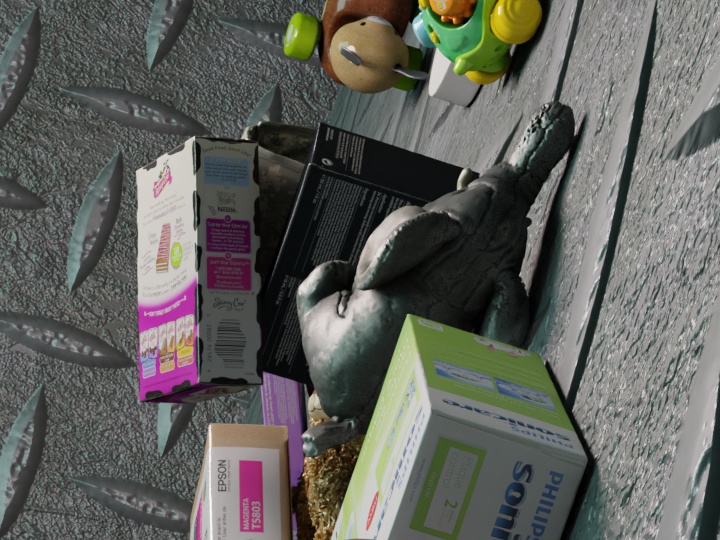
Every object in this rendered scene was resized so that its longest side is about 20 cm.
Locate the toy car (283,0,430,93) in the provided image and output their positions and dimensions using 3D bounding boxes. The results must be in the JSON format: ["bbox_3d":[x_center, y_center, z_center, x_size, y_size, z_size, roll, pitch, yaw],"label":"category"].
[{"bbox_3d":[0.015,-0.271,2.307,0.200,0.163,0.159,-111,38,-67],"label":"toy car"}]

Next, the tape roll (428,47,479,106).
[{"bbox_3d":[0.111,-0.251,1.830,0.203,0.037,0.204,-162,90,-85],"label":"tape roll"}]

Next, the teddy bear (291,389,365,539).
[{"bbox_3d":[-0.026,0.174,1.700,0.145,0.066,0.201,139,147,-76],"label":"teddy bear"}]

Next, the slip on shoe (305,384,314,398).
[{"bbox_3d":[-0.031,0.117,1.978,0.074,0.061,0.201,118,167,-53],"label":"slip on shoe"}]

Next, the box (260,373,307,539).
[{"bbox_3d":[-0.073,0.160,1.981,0.137,0.039,0.201,-93,-2,-81],"label":"box"}]

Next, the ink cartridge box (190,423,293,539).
[{"bbox_3d":[-0.105,0.258,1.719,0.165,0.075,0.201,105,166,-50],"label":"ink cartridge box"}]

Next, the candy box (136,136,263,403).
[{"bbox_3d":[-0.133,0.003,1.628,0.136,0.061,0.201,-18,72,61],"label":"candy box"}]

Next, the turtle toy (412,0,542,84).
[{"bbox_3d":[0.099,-0.251,1.600,0.146,0.101,0.201,126,160,-74],"label":"turtle toy"}]

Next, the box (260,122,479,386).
[{"bbox_3d":[0.000,0.000,1.604,0.079,0.140,0.201,-78,7,-59],"label":"box"}]

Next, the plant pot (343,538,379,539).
[{"bbox_3d":[-0.002,0.215,0.774,0.179,0.199,0.200,-57,-3,-29],"label":"plant pot"}]

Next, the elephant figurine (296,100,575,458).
[{"bbox_3d":[0.050,0.004,1.231,0.200,0.141,0.156,-48,49,39],"label":"elephant figurine"}]

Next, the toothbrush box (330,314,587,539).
[{"bbox_3d":[0.045,0.123,1.037,0.200,0.086,0.146,-102,30,-77],"label":"toothbrush box"}]

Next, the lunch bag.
[{"bbox_3d":[-0.031,-0.030,1.707,0.118,0.199,0.165,-83,11,-61],"label":"lunch bag"}]
